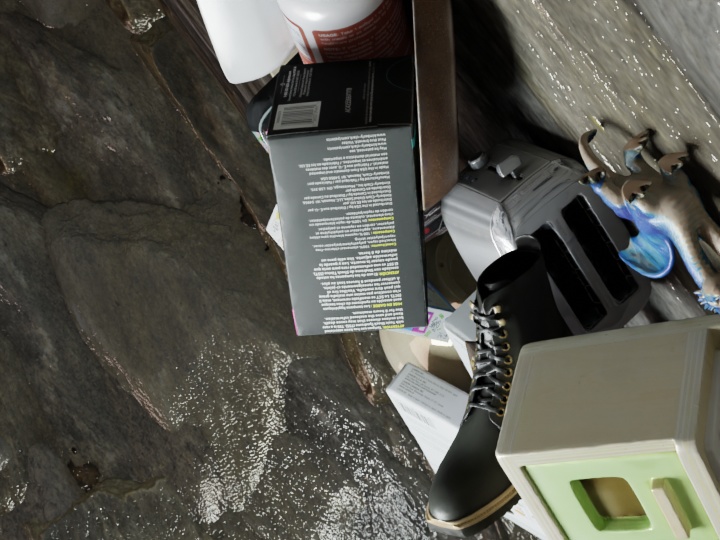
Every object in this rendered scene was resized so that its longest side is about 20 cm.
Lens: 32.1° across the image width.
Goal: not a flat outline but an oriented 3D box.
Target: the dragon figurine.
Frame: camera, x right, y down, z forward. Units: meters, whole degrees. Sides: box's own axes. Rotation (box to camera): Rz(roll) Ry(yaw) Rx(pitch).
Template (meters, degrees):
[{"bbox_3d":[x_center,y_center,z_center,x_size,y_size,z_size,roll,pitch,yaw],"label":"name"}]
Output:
[{"bbox_3d":[0.201,-0.035,0.848,0.100,0.059,0.200,56,173,-24],"label":"dragon figurine"}]

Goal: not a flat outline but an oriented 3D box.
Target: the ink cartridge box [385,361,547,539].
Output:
[{"bbox_3d":[0.134,0.196,1.301,0.199,0.044,0.174,26,157,40],"label":"ink cartridge box"}]

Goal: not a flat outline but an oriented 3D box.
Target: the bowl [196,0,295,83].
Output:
[{"bbox_3d":[-0.095,-0.308,1.229,0.201,0.073,0.202,-71,-28,-48],"label":"bowl"}]

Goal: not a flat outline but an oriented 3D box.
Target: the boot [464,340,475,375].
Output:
[{"bbox_3d":[0.189,0.091,1.054,0.186,0.197,0.065,-172,88,-86],"label":"boot"}]

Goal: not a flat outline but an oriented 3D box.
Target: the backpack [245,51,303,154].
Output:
[{"bbox_3d":[-0.010,-0.153,1.361,0.200,0.178,0.151,45,-179,-20],"label":"backpack"}]

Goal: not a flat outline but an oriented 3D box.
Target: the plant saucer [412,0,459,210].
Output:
[{"bbox_3d":[0.062,-0.152,1.034,0.200,0.034,0.204,-2,-90,-87],"label":"plant saucer"}]

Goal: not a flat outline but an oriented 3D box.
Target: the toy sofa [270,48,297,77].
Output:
[{"bbox_3d":[-0.054,-0.250,1.630,0.098,0.082,0.200,56,175,-39],"label":"toy sofa"}]

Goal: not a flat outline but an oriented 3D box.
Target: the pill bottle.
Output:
[{"bbox_3d":[-0.017,-0.247,1.150,0.113,0.112,0.200,51,174,26],"label":"pill bottle"}]

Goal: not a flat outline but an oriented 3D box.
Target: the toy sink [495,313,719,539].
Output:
[{"bbox_3d":[0.213,0.122,0.863,0.131,0.198,0.113,57,-142,-33],"label":"toy sink"}]

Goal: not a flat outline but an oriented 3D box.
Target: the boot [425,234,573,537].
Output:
[{"bbox_3d":[0.093,0.083,0.937,0.077,0.200,0.140,4,130,36],"label":"boot"}]

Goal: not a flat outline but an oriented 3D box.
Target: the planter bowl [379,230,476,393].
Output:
[{"bbox_3d":[0.127,0.033,1.367,0.201,0.199,0.135,51,152,23],"label":"planter bowl"}]

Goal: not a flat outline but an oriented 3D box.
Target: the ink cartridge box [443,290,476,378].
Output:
[{"bbox_3d":[0.187,0.084,1.249,0.084,0.144,0.201,35,163,45],"label":"ink cartridge box"}]

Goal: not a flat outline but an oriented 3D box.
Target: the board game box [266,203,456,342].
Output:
[{"bbox_3d":[0.000,0.000,1.299,0.133,0.035,0.200,13,-159,-34],"label":"board game box"}]

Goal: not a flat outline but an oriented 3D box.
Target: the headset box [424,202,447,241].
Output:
[{"bbox_3d":[0.065,-0.094,1.603,0.149,0.075,0.200,51,174,23],"label":"headset box"}]

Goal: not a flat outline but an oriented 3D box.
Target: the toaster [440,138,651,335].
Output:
[{"bbox_3d":[0.161,-0.014,1.061,0.201,0.113,0.129,56,172,-17],"label":"toaster"}]

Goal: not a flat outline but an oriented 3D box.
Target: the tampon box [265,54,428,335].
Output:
[{"bbox_3d":[-0.006,-0.068,1.129,0.151,0.124,0.203,-87,-8,-58],"label":"tampon box"}]
